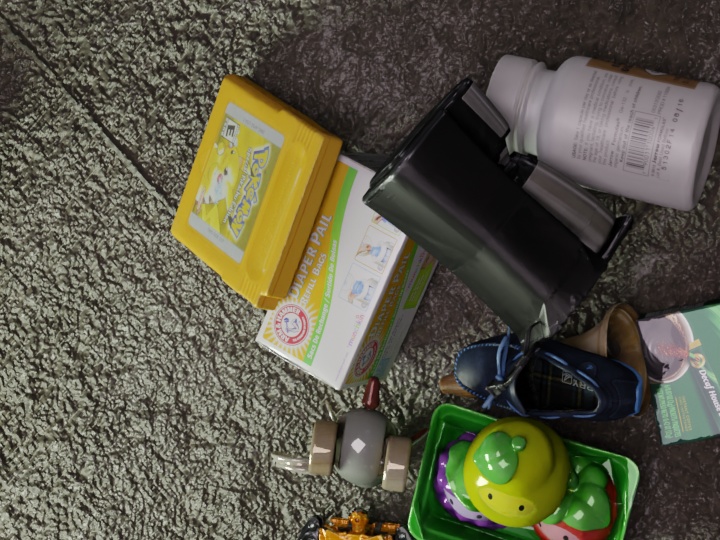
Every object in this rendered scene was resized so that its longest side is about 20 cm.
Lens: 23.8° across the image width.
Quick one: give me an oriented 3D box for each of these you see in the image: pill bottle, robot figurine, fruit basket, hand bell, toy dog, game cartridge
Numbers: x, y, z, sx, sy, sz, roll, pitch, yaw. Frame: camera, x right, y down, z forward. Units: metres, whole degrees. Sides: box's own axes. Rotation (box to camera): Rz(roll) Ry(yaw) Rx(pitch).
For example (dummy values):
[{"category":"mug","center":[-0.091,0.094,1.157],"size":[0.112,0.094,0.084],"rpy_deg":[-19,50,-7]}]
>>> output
[{"category":"pill bottle","center":[0.215,-0.130,1.536],"size":[0.198,0.114,0.115],"rpy_deg":[15,100,17]},{"category":"robot figurine","center":[-0.001,0.330,1.683],"size":[0.144,0.058,0.202],"rpy_deg":[4,97,18]},{"category":"fruit basket","center":[0.145,0.200,1.547],"size":[0.214,0.215,0.157],"rpy_deg":[15,100,17]},{"category":"hand bell","center":[0.163,0.098,1.603],"size":[0.199,0.104,0.105],"rpy_deg":[-12,91,31]},{"category":"toy dog","center":[0.003,0.151,1.595],"size":[0.131,0.200,0.097],"rpy_deg":[15,82,-16]},{"category":"game cartridge","center":[-0.104,-0.077,1.636],"size":[0.200,0.032,0.178],"rpy_deg":[36,110,53]}]

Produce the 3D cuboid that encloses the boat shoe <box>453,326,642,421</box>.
[{"category":"boat shoe","center":[0.155,0.090,1.520],"size":[0.199,0.068,0.085],"rpy_deg":[-1,93,44]}]

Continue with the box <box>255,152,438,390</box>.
[{"category":"box","center":[0.000,0.000,1.620],"size":[0.101,0.112,0.201],"rpy_deg":[29,104,22]}]

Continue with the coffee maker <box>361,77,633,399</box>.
[{"category":"coffee maker","center":[0.106,-0.037,1.464],"size":[0.200,0.192,0.135],"rpy_deg":[39,138,-4]}]

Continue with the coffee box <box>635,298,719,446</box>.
[{"category":"coffee box","center":[0.357,0.080,1.538],"size":[0.198,0.044,0.124],"rpy_deg":[-11,90,15]}]
